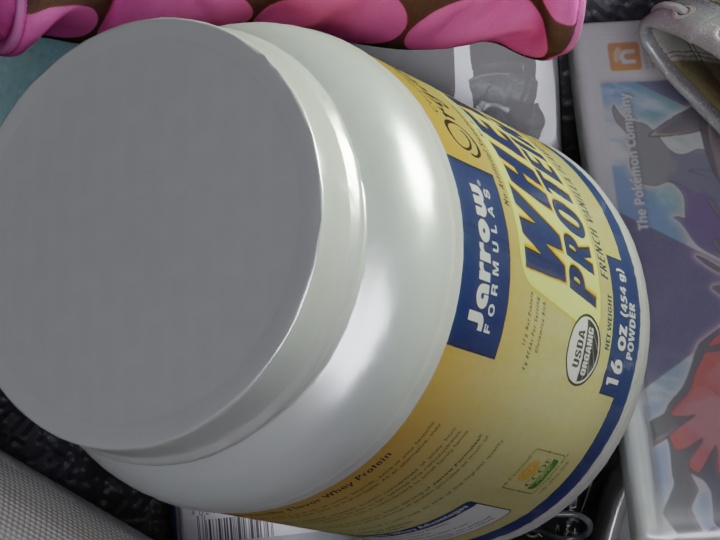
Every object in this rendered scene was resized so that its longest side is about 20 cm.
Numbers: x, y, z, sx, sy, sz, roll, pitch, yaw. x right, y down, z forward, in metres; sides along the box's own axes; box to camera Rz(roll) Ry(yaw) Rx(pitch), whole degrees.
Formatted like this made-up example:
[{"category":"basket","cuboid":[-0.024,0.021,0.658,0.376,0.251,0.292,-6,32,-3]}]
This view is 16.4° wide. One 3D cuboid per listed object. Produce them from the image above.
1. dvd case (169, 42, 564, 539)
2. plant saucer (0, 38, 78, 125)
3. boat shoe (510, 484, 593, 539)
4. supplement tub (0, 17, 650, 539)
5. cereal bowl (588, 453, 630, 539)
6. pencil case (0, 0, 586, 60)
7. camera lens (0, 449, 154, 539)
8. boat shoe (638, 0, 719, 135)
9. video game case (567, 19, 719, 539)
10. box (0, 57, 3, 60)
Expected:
[{"category":"dvd case","cuboid":[0.000,0.000,0.896,0.150,0.025,0.200,-5,102,-6]},{"category":"plant saucer","cuboid":[-0.189,-0.090,0.814,0.201,0.039,0.201,-1,100,-7]},{"category":"boat shoe","cuboid":[0.045,0.092,0.876,0.075,0.062,0.200,11,98,-8]},{"category":"supplement tub","cuboid":[-0.012,0.007,0.765,0.144,0.200,0.145,-7,77,30]},{"category":"cereal bowl","cuboid":[0.174,0.111,0.902,0.200,0.083,0.200,0,94,-5]},{"category":"pencil case","cuboid":[-0.026,-0.105,0.773,0.200,0.094,0.091,-3,111,-15]},{"category":"camera lens","cuboid":[-0.124,0.150,0.829,0.200,0.160,0.160,34,95,-24]},{"category":"boat shoe","cuboid":[0.164,-0.023,0.810,0.065,0.074,0.202,-23,60,-11]},{"category":"video game case","cuboid":[0.171,-0.002,0.852,0.182,0.023,0.200,-4,63,-2]},{"category":"box","cuboid":[-0.191,-0.052,0.859,0.144,0.036,0.200,30,95,-11]}]
